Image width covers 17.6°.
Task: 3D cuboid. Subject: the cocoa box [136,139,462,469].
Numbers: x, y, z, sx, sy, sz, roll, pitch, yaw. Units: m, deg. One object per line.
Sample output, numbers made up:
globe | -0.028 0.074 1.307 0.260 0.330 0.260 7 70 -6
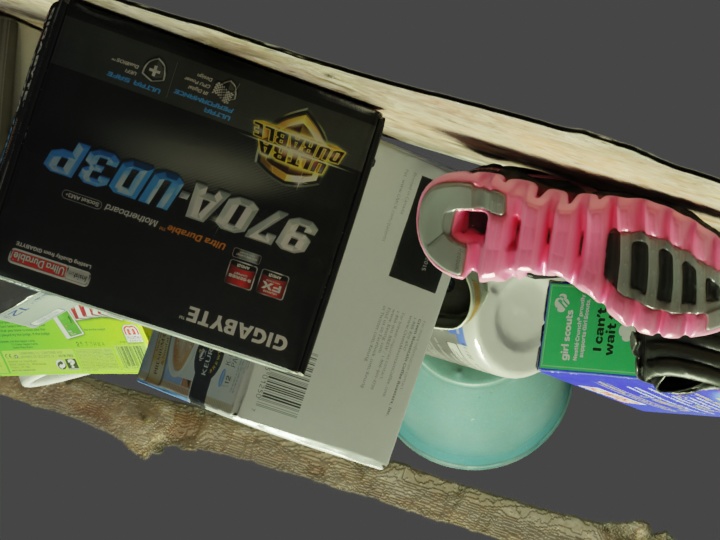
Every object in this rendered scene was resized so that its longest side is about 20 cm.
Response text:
cocoa box | -0.035 0.008 1.515 0.133 0.200 0.131 21 177 -35

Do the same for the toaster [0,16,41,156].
toaster | -0.255 -0.082 1.547 0.200 0.119 0.181 -4 166 28

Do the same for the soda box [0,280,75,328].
soda box | -0.143 -0.041 1.423 0.200 0.068 0.063 -29 165 11

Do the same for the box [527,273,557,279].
box | 0.057 -0.039 1.738 0.200 0.036 0.143 17 178 -5

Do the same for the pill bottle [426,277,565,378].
pill bottle | 0.079 0.020 1.974 0.114 0.114 0.200 20 177 -36

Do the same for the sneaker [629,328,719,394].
sneaker | 0.177 0.021 1.471 0.071 0.099 0.200 18 180 -44

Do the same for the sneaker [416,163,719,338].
sneaker | 0.137 -0.022 1.350 0.200 0.079 0.095 18 -160 15

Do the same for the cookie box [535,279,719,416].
cookie box | 0.260 0.063 1.734 0.200 0.075 0.171 2 169 36

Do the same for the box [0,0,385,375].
box | -0.104 -0.046 1.309 0.200 0.159 0.046 19 176 -17

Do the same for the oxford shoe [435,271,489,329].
oxford shoe | 0.000 0.000 1.711 0.200 0.075 0.058 12 -160 -7

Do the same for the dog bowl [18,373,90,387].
dog bowl | -0.177 0.024 1.797 0.200 0.079 0.200 -18 176 -1

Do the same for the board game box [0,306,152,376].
board game box | -0.231 0.022 1.661 0.200 0.048 0.102 -3 123 29

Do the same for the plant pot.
plant pot | 0.108 0.071 2.232 0.200 0.200 0.188 18 162 9
